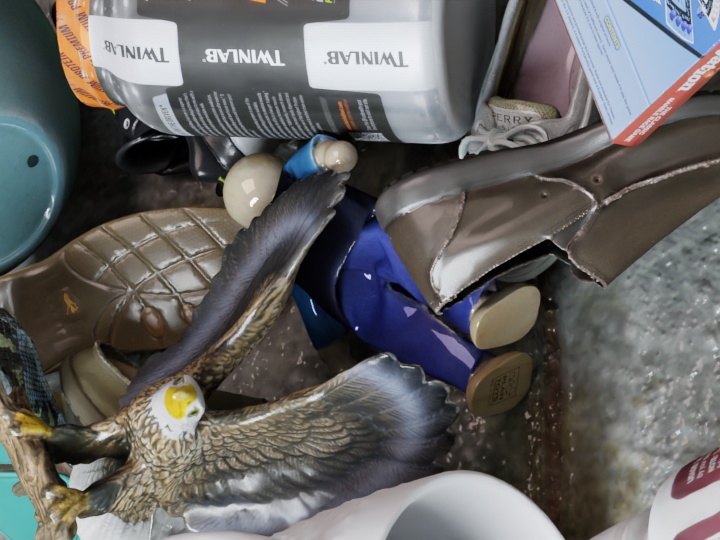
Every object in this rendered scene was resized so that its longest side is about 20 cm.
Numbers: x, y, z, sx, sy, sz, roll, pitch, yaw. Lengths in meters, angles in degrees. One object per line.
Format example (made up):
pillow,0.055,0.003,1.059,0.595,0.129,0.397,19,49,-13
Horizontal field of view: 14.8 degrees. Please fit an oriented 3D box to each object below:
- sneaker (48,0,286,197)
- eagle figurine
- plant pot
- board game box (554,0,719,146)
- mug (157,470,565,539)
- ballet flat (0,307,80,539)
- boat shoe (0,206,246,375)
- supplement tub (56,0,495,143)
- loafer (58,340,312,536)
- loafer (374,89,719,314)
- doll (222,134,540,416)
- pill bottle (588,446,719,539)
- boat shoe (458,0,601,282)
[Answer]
sneaker,-0.117,-0.097,1.484,0.200,0.072,0.083,28,79,43
eagle figurine,-0.068,0.063,1.289,0.199,0.153,0.151,-24,22,-12
plant pot,-0.228,-0.066,1.482,0.135,0.200,0.201,38,99,48
board game box,0.114,-0.166,1.217,0.103,0.019,0.201,-44,53,40
mug,-0.022,0.169,1.223,0.175,0.200,0.149,-22,47,42
ballet flat,-0.172,0.078,1.408,0.074,0.200,0.075,-3,61,5
boat shoe,-0.130,0.010,1.461,0.199,0.068,0.072,-18,96,17
supplement tub,-0.041,-0.126,1.360,0.198,0.123,0.123,2,73,16
loafer,-0.068,0.089,1.380,0.200,0.076,0.068,36,88,27
loafer,0.109,-0.027,1.248,0.199,0.073,0.072,-15,79,8
doll,0.000,0.000,1.347,0.200,0.048,0.137,35,135,37
pill bottle,0.189,0.112,1.118,0.199,0.114,0.115,-31,55,29
boat shoe,0.088,-0.096,1.320,0.074,0.065,0.203,19,87,44
